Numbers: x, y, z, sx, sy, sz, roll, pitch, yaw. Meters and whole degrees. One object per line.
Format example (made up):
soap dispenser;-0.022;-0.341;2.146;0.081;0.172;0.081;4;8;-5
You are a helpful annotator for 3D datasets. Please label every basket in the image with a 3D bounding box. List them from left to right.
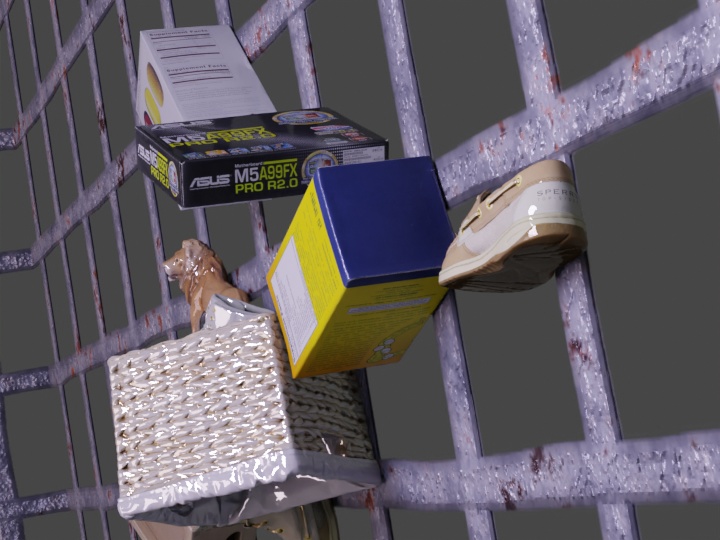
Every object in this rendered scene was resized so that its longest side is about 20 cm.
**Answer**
basket;-0.112;0.148;1.598;0.198;0.199;0.162;21;-124;-63

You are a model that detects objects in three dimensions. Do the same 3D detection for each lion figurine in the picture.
lion figurine;-0.169;0.041;2.006;0.200;0.072;0.123;25;114;50

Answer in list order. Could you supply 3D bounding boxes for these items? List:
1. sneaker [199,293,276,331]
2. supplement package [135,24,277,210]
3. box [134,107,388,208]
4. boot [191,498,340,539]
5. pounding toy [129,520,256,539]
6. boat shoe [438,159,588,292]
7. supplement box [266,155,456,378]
sneaker;-0.177;0.083;1.914;0.074;0.198;0.117;-14;-76;-66
supplement package;-0.174;-0.175;1.859;0.200;0.109;0.114;-120;30;-45
box;-0.093;-0.107;1.536;0.160;0.198;0.045;-141;48;-63
boot;-0.104;0.267;1.764;0.072;0.153;0.202;175;87;-70
pounding toy;-0.206;0.300;2.124;0.184;0.141;0.201;49;146;33
boat shoe;0.112;-0.029;1.214;0.200;0.073;0.067;148;125;-66
supplement box;0.000;0.000;1.454;0.200;0.109;0.110;120;138;-58
